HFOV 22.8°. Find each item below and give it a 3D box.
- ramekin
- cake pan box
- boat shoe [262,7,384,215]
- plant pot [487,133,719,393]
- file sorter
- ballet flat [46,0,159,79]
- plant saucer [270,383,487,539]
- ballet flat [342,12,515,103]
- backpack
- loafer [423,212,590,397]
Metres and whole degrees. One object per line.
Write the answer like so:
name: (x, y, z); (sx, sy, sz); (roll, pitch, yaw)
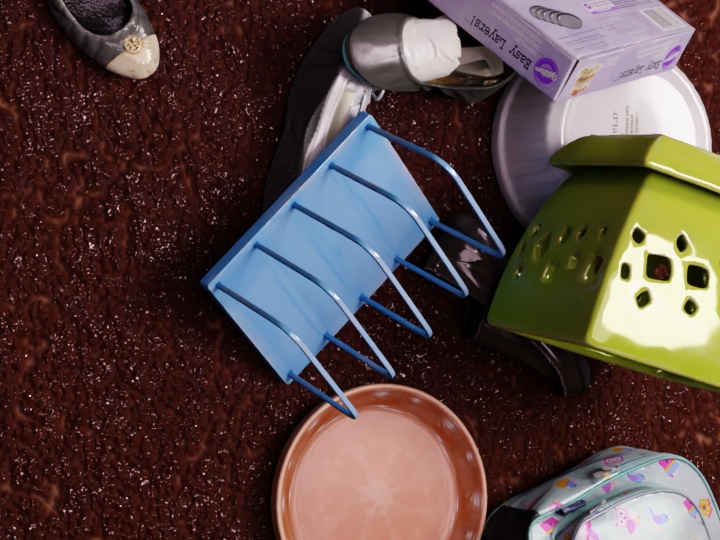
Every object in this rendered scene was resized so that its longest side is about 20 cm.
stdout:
ramekin: (0.227, -0.112, 1.618); (0.201, 0.094, 0.204); (1, 88, -23)
cake pan box: (0.167, -0.229, 1.534); (0.184, 0.052, 0.199); (43, 38, 22)
boat shoe: (-0.023, -0.124, 1.528); (0.065, 0.074, 0.203); (21, 82, -32)
plant pot: (0.248, -0.007, 1.477); (0.199, 0.199, 0.183); (18, 87, -20)
file sorter: (0.000, 0.000, 1.468); (0.200, 0.122, 0.139); (-47, 131, -12)
ballet flat: (-0.229, -0.241, 1.450); (0.066, 0.057, 0.201); (-38, 102, -19)
plant saucer: (0.015, 0.199, 1.549); (0.199, 0.032, 0.202); (1, 88, -24)
ballet flat: (0.067, -0.186, 1.523); (0.199, 0.068, 0.068); (0, 81, -54)
backpack: (0.233, 0.251, 1.576); (0.199, 0.153, 0.177); (-27, 98, -31)
loafer: (0.126, 0.042, 1.589); (0.071, 0.073, 0.200); (-42, 99, -9)
